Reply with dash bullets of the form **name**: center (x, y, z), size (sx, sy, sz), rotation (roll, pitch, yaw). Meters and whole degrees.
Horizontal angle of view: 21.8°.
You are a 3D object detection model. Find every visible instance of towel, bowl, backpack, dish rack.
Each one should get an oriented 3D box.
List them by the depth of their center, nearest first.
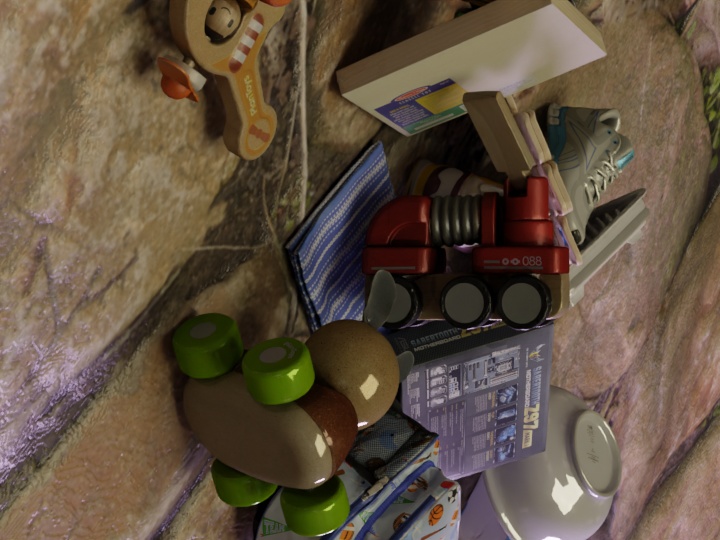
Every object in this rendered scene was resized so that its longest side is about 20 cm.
- **towel**: center (0.000, 0.000, 1.690), size (0.145, 0.024, 0.200), rotation (-52, 146, -28)
- **backpack**: center (-0.005, 0.233, 1.709), size (0.190, 0.154, 0.200), rotation (-33, 143, -24)
- **dish rack**: center (0.199, -0.002, 1.879), size (0.200, 0.171, 0.044), rotation (-41, 100, -40)
- **bowl**: center (0.219, 0.207, 2.017), size (0.201, 0.090, 0.202), rotation (28, 53, -46)

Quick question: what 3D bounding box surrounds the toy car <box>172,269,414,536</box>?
- **toy car**: center (-0.032, 0.087, 1.547), size (0.200, 0.157, 0.165), rotation (-38, 129, -35)

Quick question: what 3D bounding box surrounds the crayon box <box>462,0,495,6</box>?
- **crayon box**: center (0.062, -0.271, 1.516), size (0.200, 0.125, 0.052), rotation (27, 85, -61)

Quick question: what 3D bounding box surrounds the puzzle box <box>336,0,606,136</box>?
- **puzzle box**: center (0.094, -0.176, 1.587), size (0.133, 0.199, 0.026), rotation (25, 48, -61)

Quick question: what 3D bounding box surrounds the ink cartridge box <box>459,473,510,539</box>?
- **ink cartridge box**: center (0.174, 0.313, 2.127), size (0.116, 0.067, 0.200), rotation (-61, 149, -14)

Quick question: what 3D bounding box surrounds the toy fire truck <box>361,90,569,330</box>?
- **toy fire truck**: center (0.089, -0.050, 1.625), size (0.129, 0.175, 0.201), rotation (1, 89, -75)

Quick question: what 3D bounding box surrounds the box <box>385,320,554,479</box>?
- **box**: center (0.105, 0.121, 1.812), size (0.157, 0.051, 0.200), rotation (-16, 139, -11)

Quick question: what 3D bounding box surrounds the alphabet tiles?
- **alphabet tiles**: center (0.158, -0.097, 1.729), size (0.015, 0.196, 0.200), rotation (-24, -178, -2)

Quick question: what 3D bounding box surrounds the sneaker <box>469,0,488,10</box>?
- **sneaker**: center (0.151, -0.285, 1.597), size (0.071, 0.098, 0.200), rotation (9, 142, -31)

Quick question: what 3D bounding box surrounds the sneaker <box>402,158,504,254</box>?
- **sneaker**: center (0.118, -0.049, 1.782), size (0.200, 0.090, 0.075), rotation (15, 95, -60)

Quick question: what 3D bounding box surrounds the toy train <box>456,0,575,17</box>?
- **toy train**: center (0.151, -0.229, 1.777), size (0.200, 0.042, 0.057), rotation (-18, 113, -53)

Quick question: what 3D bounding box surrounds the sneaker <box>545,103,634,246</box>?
- **sneaker**: center (0.227, -0.102, 1.851), size (0.200, 0.086, 0.075), rotation (-81, 159, -45)

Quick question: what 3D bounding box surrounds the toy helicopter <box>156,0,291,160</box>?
- **toy helicopter**: center (-0.099, -0.152, 1.383), size (0.132, 0.079, 0.200), rotation (-49, 149, -29)
